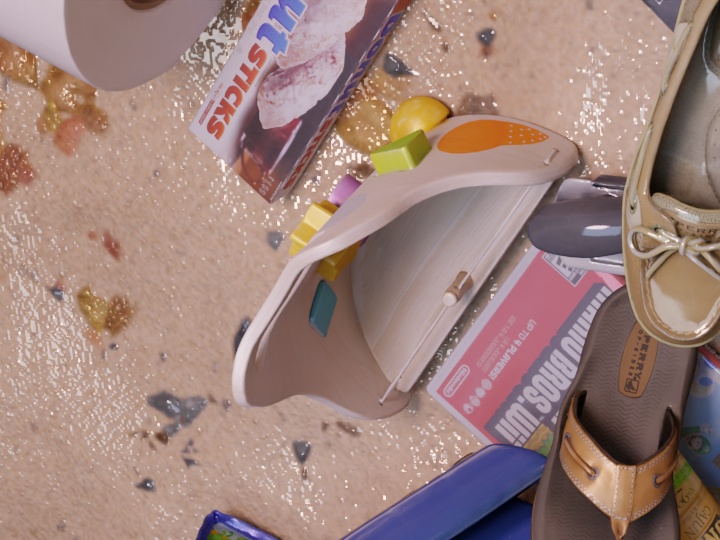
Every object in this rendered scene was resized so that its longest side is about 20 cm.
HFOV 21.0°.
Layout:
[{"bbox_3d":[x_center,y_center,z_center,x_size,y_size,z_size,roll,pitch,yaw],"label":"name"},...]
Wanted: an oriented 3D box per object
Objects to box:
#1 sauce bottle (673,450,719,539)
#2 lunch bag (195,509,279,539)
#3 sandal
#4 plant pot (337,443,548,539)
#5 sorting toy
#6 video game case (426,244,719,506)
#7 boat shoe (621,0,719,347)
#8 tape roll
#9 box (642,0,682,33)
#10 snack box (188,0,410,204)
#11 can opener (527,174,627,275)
[{"bbox_3d":[0.196,0.179,1.066,0.065,0.065,0.201,-39,88,34],"label":"sauce bottle"},{"bbox_3d":[-0.052,0.283,1.239,0.198,0.128,0.171,26,117,5],"label":"lunch bag"},{"bbox_3d":[0.140,0.093,1.013,0.081,0.202,0.055,15,158,5],"label":"sandal"},{"bbox_3d":[0.046,0.221,1.081,0.181,0.199,0.200,57,153,9],"label":"plant pot"},{"bbox_3d":[0.000,0.000,1.065,0.107,0.180,0.201,40,122,11],"label":"sorting toy"},{"bbox_3d":[0.147,0.085,1.108,0.200,0.017,0.143,42,122,11],"label":"video game case"},{"bbox_3d":[0.169,-0.054,0.953,0.072,0.063,0.203,15,109,10],"label":"boat shoe"},{"bbox_3d":[-0.153,-0.218,1.063,0.138,0.202,0.204,28,119,18],"label":"tape roll"},{"bbox_3d":[0.187,-0.202,0.966,0.200,0.043,0.160,46,123,8],"label":"box"},{"bbox_3d":[-0.027,-0.135,1.126,0.072,0.024,0.201,42,123,12],"label":"snack box"},{"bbox_3d":[0.186,-0.009,1.019,0.198,0.067,0.054,9,116,26],"label":"can opener"}]
